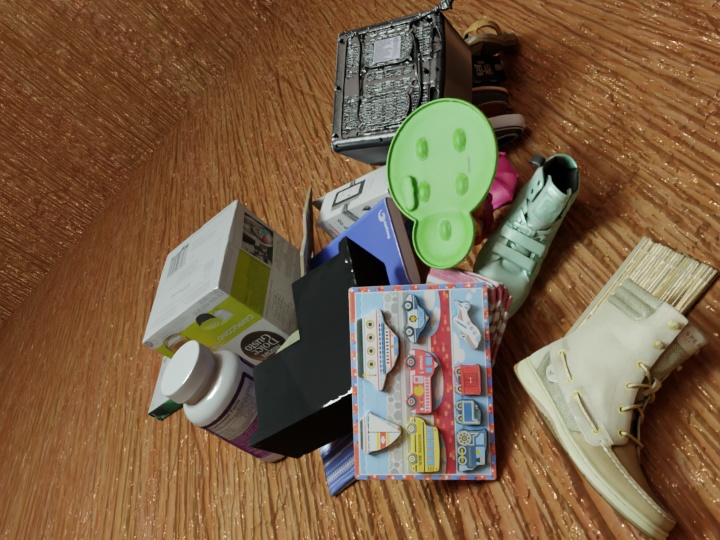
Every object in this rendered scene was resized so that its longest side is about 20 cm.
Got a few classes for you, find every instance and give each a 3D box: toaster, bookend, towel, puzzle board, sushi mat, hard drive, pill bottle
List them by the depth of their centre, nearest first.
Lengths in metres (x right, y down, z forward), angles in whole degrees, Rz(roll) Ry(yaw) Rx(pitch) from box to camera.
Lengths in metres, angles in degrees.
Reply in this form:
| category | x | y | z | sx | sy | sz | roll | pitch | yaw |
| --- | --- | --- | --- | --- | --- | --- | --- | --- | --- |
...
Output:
| category | x | y | z | sx | sy | sz | roll | pitch | yaw |
| --- | --- | --- | --- | --- | --- | --- | --- | --- | --- |
| sushi mat | 0.260 | 0.058 | 0.659 | 0.201 | 0.012 | 0.096 | -52 | 30 | 2 |
| puzzle board | 0.063 | 0.116 | 0.687 | 0.148 | 0.017 | 0.204 | -3 | 84 | 8 |
| towel | 0.097 | 0.098 | 0.762 | 0.146 | 0.030 | 0.203 | 23 | 97 | 61 |
| bookend | -0.049 | 0.101 | 0.826 | 0.198 | 0.092 | 0.201 | -32 | 52 | 23 |
| towel | -0.021 | 0.169 | 0.861 | 0.145 | 0.024 | 0.202 | -46 | 43 | 24 |
| toaster | 0.064 | -0.256 | 0.926 | 0.197 | 0.118 | 0.184 | -1 | 83 | 33 |
| pill bottle | -0.181 | 0.185 | 0.934 | 0.112 | 0.199 | 0.113 | -33 | 35 | 27 |
| hard drive | 0.000 | 0.000 | 0.965 | 0.199 | 0.025 | 0.134 | -36 | 62 | 44 |

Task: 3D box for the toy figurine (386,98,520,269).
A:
| category | x | y | z | sx | sy | sz | roll | pitch | yaw |
| --- | --- | --- | --- | --- | --- | --- | --- | --- | --- |
| toy figurine | 0.143 | -0.096 | 0.840 | 0.148 | 0.183 | 0.204 | -8 | 81 | 34 |

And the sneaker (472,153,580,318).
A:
| category | x | y | z | sx | sy | sz | roll | pitch | yaw |
| --- | --- | --- | --- | --- | --- | --- | --- | --- | --- |
| sneaker | 0.190 | -0.044 | 0.752 | 0.119 | 0.073 | 0.202 | 101 | -166 | -68 |

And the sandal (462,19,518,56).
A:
| category | x | y | z | sx | sy | sz | roll | pitch | yaw |
| --- | --- | --- | --- | --- | --- | --- | --- | --- | --- |
| sandal | 0.201 | -0.377 | 1.057 | 0.079 | 0.055 | 0.200 | -15 | 12 | 33 |

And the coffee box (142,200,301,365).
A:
| category | x | y | z | sx | sy | sz | roll | pitch | yaw |
| --- | --- | --- | --- | --- | --- | --- | --- | --- | --- |
| coffee box | -0.219 | 0.050 | 1.127 | 0.198 | 0.197 | 0.202 | -31 | 38 | 28 |

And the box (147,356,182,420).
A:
| category | x | y | z | sx | sy | sz | roll | pitch | yaw |
| --- | --- | --- | --- | --- | --- | --- | --- | --- | --- |
| box | -0.337 | 0.194 | 1.297 | 0.199 | 0.036 | 0.146 | -35 | 35 | 29 |

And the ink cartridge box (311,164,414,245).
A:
| category | x | y | z | sx | sy | sz | roll | pitch | yaw |
| --- | --- | --- | --- | --- | --- | --- | --- | --- | --- |
| ink cartridge box | 0.014 | -0.082 | 1.031 | 0.198 | 0.116 | 0.069 | -19 | 42 | 43 |

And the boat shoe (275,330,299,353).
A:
| category | x | y | z | sx | sy | sz | roll | pitch | yaw |
| --- | --- | --- | --- | --- | --- | --- | --- | --- | --- |
| boat shoe | -0.059 | 0.101 | 0.973 | 0.202 | 0.063 | 0.074 | -48 | 17 | 26 |

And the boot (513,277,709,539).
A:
| category | x | y | z | sx | sy | sz | roll | pitch | yaw |
| --- | --- | --- | --- | --- | --- | --- | --- | --- | --- |
| boot | 0.242 | 0.110 | 0.568 | 0.154 | 0.072 | 0.201 | -41 | 40 | 11 |

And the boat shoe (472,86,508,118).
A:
| category | x | y | z | sx | sy | sz | roll | pitch | yaw |
| --- | --- | --- | --- | --- | --- | --- | --- | --- | --- |
| boat shoe | 0.138 | -0.227 | 1.012 | 0.197 | 0.071 | 0.064 | -16 | 69 | 6 |

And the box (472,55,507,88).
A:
| category | x | y | z | sx | sy | sz | roll | pitch | yaw |
| --- | --- | --- | --- | --- | --- | --- | --- | --- | --- |
| box | 0.121 | -0.287 | 1.081 | 0.198 | 0.044 | 0.159 | -22 | 1 | 41 |

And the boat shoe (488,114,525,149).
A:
| category | x | y | z | sx | sy | sz | roll | pitch | yaw |
| --- | --- | --- | --- | --- | --- | --- | --- | --- | --- |
| boat shoe | 0.158 | -0.168 | 0.983 | 0.197 | 0.072 | 0.069 | -20 | 75 | 22 |

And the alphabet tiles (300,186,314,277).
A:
| category | x | y | z | sx | sy | sz | roll | pitch | yaw |
| --- | --- | --- | --- | --- | --- | --- | --- | --- | --- |
| alphabet tiles | -0.084 | -0.023 | 1.052 | 0.007 | 0.170 | 0.201 | 0 | 26 | 0 |
